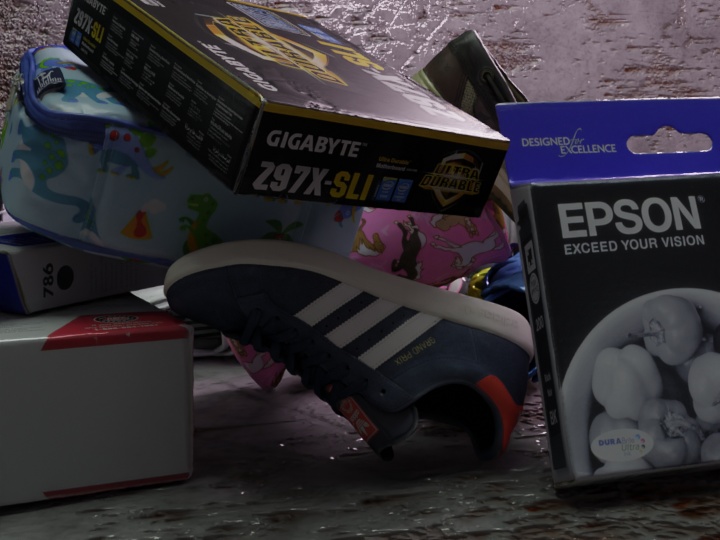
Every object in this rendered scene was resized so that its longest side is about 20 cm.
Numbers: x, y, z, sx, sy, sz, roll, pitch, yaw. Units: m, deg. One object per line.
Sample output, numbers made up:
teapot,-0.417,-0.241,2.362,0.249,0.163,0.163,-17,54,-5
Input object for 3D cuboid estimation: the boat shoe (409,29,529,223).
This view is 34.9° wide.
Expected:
boat shoe,0.114,-0.060,0.685,0.066,0.200,0.072,-44,14,22

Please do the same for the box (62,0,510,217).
box,-0.042,-0.094,0.599,0.158,0.050,0.200,5,25,-41

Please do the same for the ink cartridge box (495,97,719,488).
ink cartridge box,0.177,-0.001,0.583,0.195,0.203,0.043,-4,-14,-13

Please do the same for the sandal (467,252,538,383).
sandal,0.107,0.029,0.719,0.087,0.080,0.200,-36,3,24

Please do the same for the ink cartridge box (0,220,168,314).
ink cartridge box,-0.181,-0.007,0.651,0.098,0.040,0.199,7,9,30

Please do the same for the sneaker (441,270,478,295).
sneaker,0.052,0.012,0.877,0.079,0.088,0.200,4,10,24

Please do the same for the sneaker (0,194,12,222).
sneaker,-0.300,-0.025,0.883,0.077,0.141,0.200,-13,32,-12

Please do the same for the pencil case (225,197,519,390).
pencil case,0.000,0.000,0.739,0.198,0.087,0.083,-29,30,7

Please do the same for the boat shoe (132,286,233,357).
boat shoe,-0.098,0.038,0.857,0.197,0.074,0.067,-9,28,-4

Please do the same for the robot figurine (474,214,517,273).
robot figurine,0.195,-0.022,0.978,0.197,0.115,0.170,0,-15,13

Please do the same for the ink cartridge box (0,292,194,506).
ink cartridge box,-0.188,0.058,0.636,0.143,0.085,0.199,-5,9,-25

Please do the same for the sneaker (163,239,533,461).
sneaker,-0.007,0.047,0.581,0.197,0.086,0.075,13,-26,-7

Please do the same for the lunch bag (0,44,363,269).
lunch bag,-0.103,-0.063,0.653,0.198,0.083,0.161,12,19,-21
